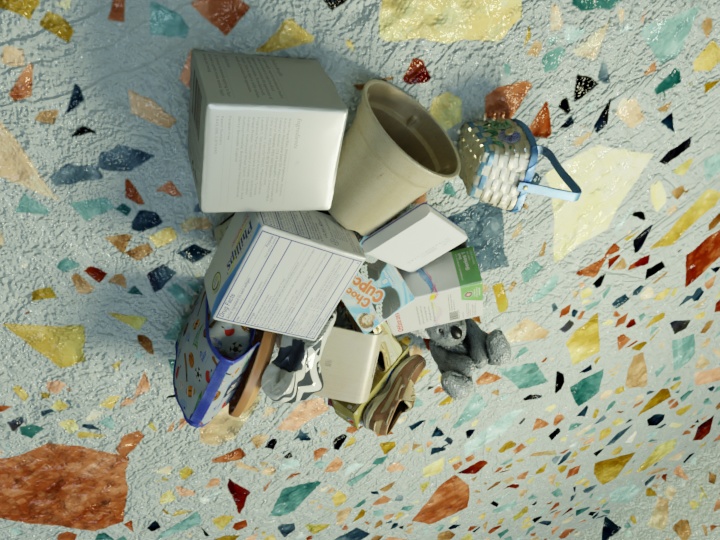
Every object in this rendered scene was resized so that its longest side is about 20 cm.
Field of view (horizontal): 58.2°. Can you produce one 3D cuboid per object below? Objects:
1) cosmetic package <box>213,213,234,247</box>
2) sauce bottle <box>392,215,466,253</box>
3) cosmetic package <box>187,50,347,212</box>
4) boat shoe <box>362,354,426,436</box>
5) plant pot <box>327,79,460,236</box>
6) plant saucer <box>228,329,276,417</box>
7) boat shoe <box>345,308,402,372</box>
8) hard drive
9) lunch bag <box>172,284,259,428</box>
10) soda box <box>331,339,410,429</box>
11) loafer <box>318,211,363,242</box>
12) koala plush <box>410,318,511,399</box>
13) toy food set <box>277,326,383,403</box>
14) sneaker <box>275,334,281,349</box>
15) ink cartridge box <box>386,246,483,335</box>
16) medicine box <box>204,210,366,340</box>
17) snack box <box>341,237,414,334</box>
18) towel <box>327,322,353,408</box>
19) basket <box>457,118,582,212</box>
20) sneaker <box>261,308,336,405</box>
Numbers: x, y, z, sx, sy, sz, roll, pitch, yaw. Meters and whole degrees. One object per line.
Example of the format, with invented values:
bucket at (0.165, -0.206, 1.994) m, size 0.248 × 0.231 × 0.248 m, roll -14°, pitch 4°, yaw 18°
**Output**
cosmetic package at (-0.155, -0.019, 1.140) m, size 0.102 × 0.088 × 0.201 m, roll -34°, pitch 133°, yaw 5°
sauce bottle at (0.121, -0.059, 1.251) m, size 0.196 × 0.067 × 0.067 m, roll 14°, pitch 122°, yaw -32°
cosmetic package at (-0.141, -0.200, 0.936) m, size 0.194 × 0.167 × 0.168 m, roll -2°, pitch 130°, yaw -21°
boat shoe at (0.086, 0.268, 1.375) m, size 0.201 × 0.071 × 0.077 m, roll -50°, pitch 147°, yaw -23°
plant pot at (0.030, -0.165, 1.047) m, size 0.197 × 0.204 × 0.184 m, roll 18°, pitch 131°, yaw -35°
plant saucer at (-0.198, 0.174, 1.209) m, size 0.032 × 0.202 × 0.203 m, roll 21°, pitch 120°, yaw -13°
boat shoe at (0.023, 0.137, 1.301) m, size 0.067 × 0.073 × 0.201 m, roll -57°, pitch 135°, yaw -21°
hard drive at (0.099, -0.052, 1.129) m, size 0.130 × 0.026 × 0.199 m, roll -31°, pitch 158°, yaw 19°
lunch bag at (-0.258, 0.151, 1.149) m, size 0.121 × 0.202 × 0.172 m, roll 20°, pitch 118°, yaw -21°
soda box at (0.026, 0.235, 1.395) m, size 0.200 × 0.067 × 0.065 m, roll -46°, pitch 145°, yaw -28°
loafer at (-0.085, -0.105, 1.110) m, size 0.196 × 0.072 × 0.074 m, roll 28°, pitch 116°, yaw -18°
koala plush at (0.194, 0.134, 1.412) m, size 0.176 × 0.184 × 0.201 m, roll -39°, pitch 113°, yaw -1°
toy food set at (-0.062, 0.165, 1.251) m, size 0.194 × 0.061 × 0.148 m, roll 11°, pitch 106°, yaw -7°
sneaker at (-0.083, 0.146, 1.323) m, size 0.113 × 0.076 × 0.199 m, roll -38°, pitch 131°, yaw 14°
ink cartridge box at (0.141, 0.044, 1.288) m, size 0.194 × 0.086 × 0.146 m, roll -13°, pitch 149°, yaw 4°
medicine box at (-0.123, -0.004, 1.035) m, size 0.196 × 0.104 × 0.184 m, roll 16°, pitch 120°, yaw -33°
snack box at (0.000, 0.000, 1.187) m, size 0.115 × 0.037 × 0.203 m, roll -33°, pitch 97°, yaw 7°
towel at (-0.014, 0.185, 1.380) m, size 0.143 × 0.022 × 0.204 m, roll -36°, pitch 143°, yaw -40°
basket at (0.275, -0.184, 1.139) m, size 0.194 × 0.178 × 0.142 m, roll 8°, pitch 123°, yaw -16°
sneaker at (-0.098, 0.159, 1.183) m, size 0.130 × 0.078 × 0.203 m, roll 68°, pitch 43°, yaw -62°
